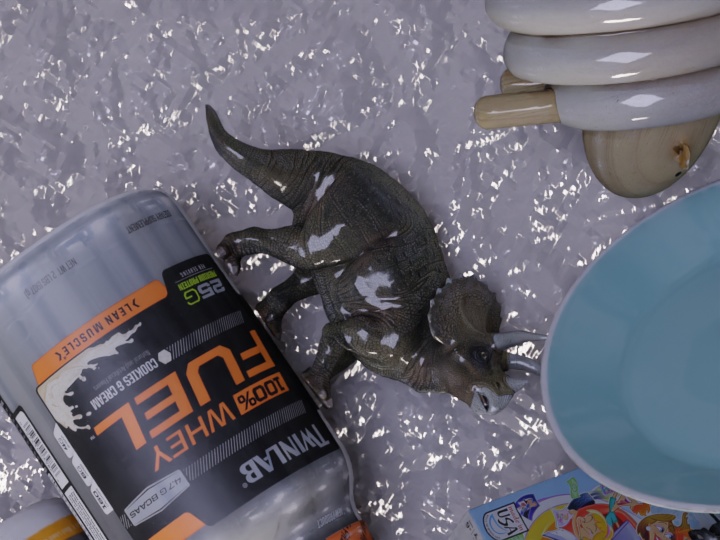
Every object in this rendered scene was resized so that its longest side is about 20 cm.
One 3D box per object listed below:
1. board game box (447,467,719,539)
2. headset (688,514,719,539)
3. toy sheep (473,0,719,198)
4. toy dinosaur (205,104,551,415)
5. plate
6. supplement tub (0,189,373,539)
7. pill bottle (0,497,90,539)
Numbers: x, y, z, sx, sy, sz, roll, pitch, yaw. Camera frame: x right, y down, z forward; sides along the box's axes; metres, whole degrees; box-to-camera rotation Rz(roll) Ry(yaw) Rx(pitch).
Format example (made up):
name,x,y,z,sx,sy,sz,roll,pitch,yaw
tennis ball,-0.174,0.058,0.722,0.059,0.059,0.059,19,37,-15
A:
name,x,y,z,sx,sy,sz,roll,pitch,yaw
board game box,0.142,0.173,1.079,0.200,0.134,0.034,61,152,20
headset,0.237,0.089,1.070,0.199,0.094,0.124,-16,82,2
toy sheep,0.112,-0.129,1.092,0.137,0.138,0.201,-3,109,18
toy dinosaur,0.000,0.000,1.173,0.102,0.077,0.200,-34,74,-3
plate,0.174,0.031,1.075,0.199,0.201,0.026,-12,131,18
supplement tub,-0.086,0.073,1.167,0.122,0.123,0.200,-37,83,16
pill bottle,-0.123,0.215,1.190,0.116,0.116,0.200,-42,80,15
